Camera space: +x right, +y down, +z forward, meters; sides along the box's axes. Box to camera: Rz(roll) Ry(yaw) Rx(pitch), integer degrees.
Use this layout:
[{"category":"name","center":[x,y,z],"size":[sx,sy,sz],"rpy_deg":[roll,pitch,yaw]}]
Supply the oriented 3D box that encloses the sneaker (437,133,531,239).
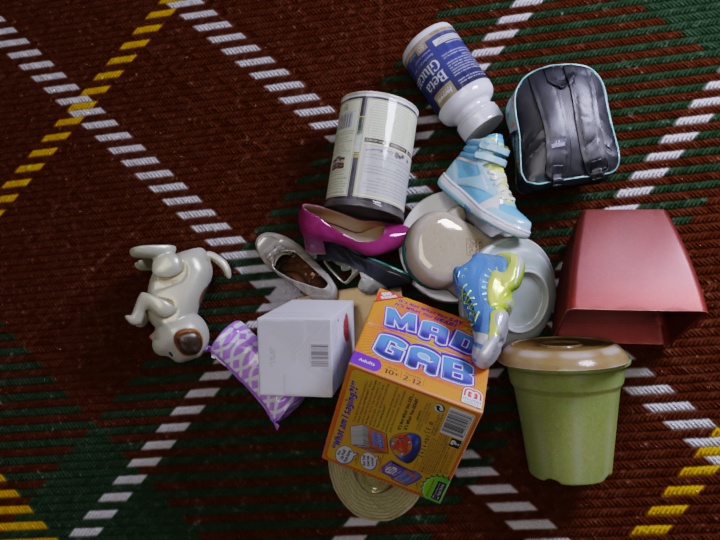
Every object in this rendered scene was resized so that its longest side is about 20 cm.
[{"category":"sneaker","center":[0.226,-0.149,1.111],"size":[0.200,0.079,0.132],"rpy_deg":[42,110,33]}]

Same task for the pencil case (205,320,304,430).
[{"category":"pencil case","center":[-0.185,0.180,1.195],"size":[0.200,0.084,0.085],"rpy_deg":[42,55,14]}]

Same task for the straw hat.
[{"category":"straw hat","center":[0.027,0.329,1.139],"size":[0.198,0.085,0.205],"rpy_deg":[-1,81,9]}]

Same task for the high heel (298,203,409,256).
[{"category":"high heel","center":[-0.007,-0.077,1.152],"size":[0.197,0.097,0.068],"rpy_deg":[-8,44,-4]}]

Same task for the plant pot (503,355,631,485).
[{"category":"plant pot","center":[0.330,0.231,1.069],"size":[0.197,0.200,0.188],"rpy_deg":[-3,92,8]}]

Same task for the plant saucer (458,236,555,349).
[{"category":"plant saucer","center":[0.257,0.046,1.111],"size":[0.197,0.050,0.204],"rpy_deg":[-5,101,-25]}]

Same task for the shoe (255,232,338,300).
[{"category":"shoe","center":[-0.120,-0.013,1.224],"size":[0.199,0.053,0.070],"rpy_deg":[36,84,21]}]

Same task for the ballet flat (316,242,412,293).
[{"category":"ballet flat","center":[0.000,0.000,1.200],"size":[0.198,0.073,0.074],"rpy_deg":[27,86,24]}]

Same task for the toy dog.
[{"category":"toy dog","center":[-0.333,0.067,1.227],"size":[0.191,0.139,0.203],"rpy_deg":[-2,78,-23]}]

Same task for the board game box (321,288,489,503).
[{"category":"board game box","center":[0.075,0.190,1.046],"size":[0.197,0.201,0.202],"rpy_deg":[19,124,4]}]

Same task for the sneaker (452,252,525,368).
[{"category":"sneaker","center":[0.179,0.053,1.018],"size":[0.104,0.076,0.201],"rpy_deg":[15,54,19]}]

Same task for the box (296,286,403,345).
[{"category":"box","center":[-0.012,0.114,1.211],"size":[0.197,0.021,0.166],"rpy_deg":[-9,80,7]}]

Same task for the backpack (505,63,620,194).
[{"category":"backpack","center":[0.336,-0.240,1.145],"size":[0.173,0.153,0.204],"rpy_deg":[-9,90,5]}]

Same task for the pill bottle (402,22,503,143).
[{"category":"pill bottle","center":[0.170,-0.333,1.208],"size":[0.110,0.111,0.202],"rpy_deg":[-32,78,3]}]

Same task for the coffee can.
[{"category":"coffee can","center":[0.020,-0.194,1.191],"size":[0.144,0.146,0.203],"rpy_deg":[8,82,10]}]

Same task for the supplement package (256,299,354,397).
[{"category":"supplement package","center":[-0.082,0.120,1.098],"size":[0.118,0.200,0.123],"rpy_deg":[-1,96,9]}]

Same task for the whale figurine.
[{"category":"whale figurine","center":[0.164,-0.029,1.144],"size":[0.197,0.104,0.162],"rpy_deg":[1,79,-16]}]

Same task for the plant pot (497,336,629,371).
[{"category":"plant pot","center":[0.313,0.125,1.041],"size":[0.197,0.200,0.028],"rpy_deg":[-2,91,8]}]

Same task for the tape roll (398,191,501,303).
[{"category":"tape roll","center":[0.166,-0.042,1.201],"size":[0.199,0.037,0.206],"rpy_deg":[-1,81,8]}]

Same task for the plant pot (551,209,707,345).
[{"category":"plant pot","center":[0.418,0.008,1.083],"size":[0.196,0.200,0.179],"rpy_deg":[1,71,9]}]
